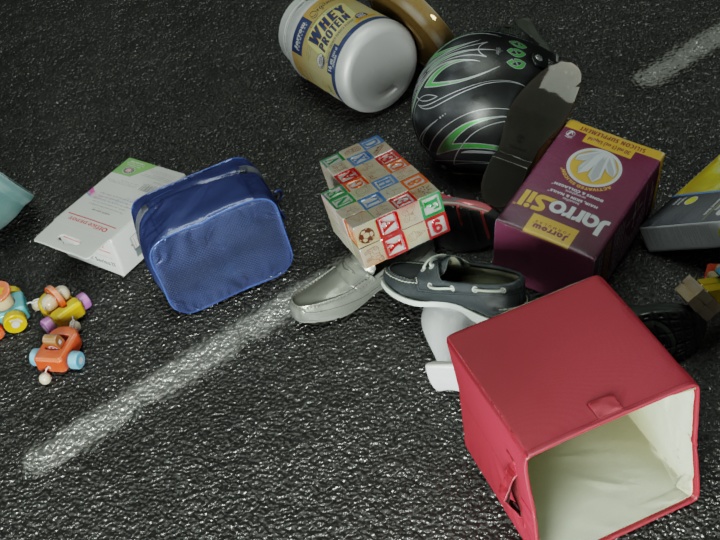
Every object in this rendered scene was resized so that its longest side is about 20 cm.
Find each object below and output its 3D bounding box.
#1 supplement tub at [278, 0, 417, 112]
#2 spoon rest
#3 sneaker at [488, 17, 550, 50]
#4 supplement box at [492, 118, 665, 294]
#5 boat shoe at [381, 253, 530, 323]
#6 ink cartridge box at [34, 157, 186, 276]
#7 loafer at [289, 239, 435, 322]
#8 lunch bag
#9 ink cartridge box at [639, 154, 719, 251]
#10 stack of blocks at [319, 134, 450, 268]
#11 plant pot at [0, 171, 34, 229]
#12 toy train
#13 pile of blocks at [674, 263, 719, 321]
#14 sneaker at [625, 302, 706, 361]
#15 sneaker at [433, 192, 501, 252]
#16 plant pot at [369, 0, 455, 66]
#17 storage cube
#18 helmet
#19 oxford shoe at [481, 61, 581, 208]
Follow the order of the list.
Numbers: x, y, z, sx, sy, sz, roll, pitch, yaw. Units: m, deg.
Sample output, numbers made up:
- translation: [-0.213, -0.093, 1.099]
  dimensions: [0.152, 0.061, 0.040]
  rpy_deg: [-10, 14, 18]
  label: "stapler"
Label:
- translation: [-0.024, -0.341, 1.765]
  dimensions: [0.144, 0.145, 0.200]
  rpy_deg: [-32, 43, -20]
  label: "supplement tub"
- translation: [0.110, 0.078, 1.320]
  dimensions: [0.099, 0.061, 0.200]
  rpy_deg: [0, 29, 14]
  label: "spoon rest"
- translation: [0.226, -0.309, 1.714]
  dimensions: [0.114, 0.076, 0.200]
  rpy_deg: [-17, 37, -1]
  label: "sneaker"
- translation: [0.260, -0.068, 1.376]
  dimensions: [0.131, 0.103, 0.200]
  rpy_deg: [24, 56, 22]
  label: "supplement box"
- translation: [0.107, 0.010, 1.317]
  dimensions: [0.200, 0.060, 0.076]
  rpy_deg: [13, 34, 33]
  label: "boat shoe"
- translation: [-0.337, -0.065, 1.592]
  dimensions: [0.117, 0.067, 0.200]
  rpy_deg: [18, 48, 32]
  label: "ink cartridge box"
- translation: [0.000, 0.000, 1.419]
  dimensions: [0.200, 0.070, 0.070]
  rpy_deg: [-28, 42, -16]
  label: "loafer"
- translation: [-0.188, -0.056, 1.485]
  dimensions: [0.200, 0.136, 0.132]
  rpy_deg: [-23, 41, -11]
  label: "lunch bag"
- translation: [0.462, -0.092, 1.353]
  dimensions: [0.198, 0.047, 0.200]
  rpy_deg: [-37, 15, -27]
  label: "ink cartridge box"
- translation: [0.014, -0.090, 1.427]
  dimensions: [0.115, 0.059, 0.200]
  rpy_deg: [-24, 32, -9]
  label: "stack of blocks"
- translation: [-0.590, -0.111, 1.644]
  dimensions: [0.200, 0.200, 0.134]
  rpy_deg: [31, 84, 40]
  label: "plant pot"
- translation: [-0.431, 0.068, 1.474]
  dimensions: [0.200, 0.056, 0.150]
  rpy_deg: [5, 43, 21]
  label: "toy train"
- translation: [0.423, 0.001, 1.248]
  dimensions: [0.200, 0.082, 0.062]
  rpy_deg: [-3, 34, -23]
  label: "pile of blocks"
- translation: [0.280, 0.060, 1.274]
  dimensions: [0.200, 0.076, 0.091]
  rpy_deg: [-6, 30, 3]
  label: "sneaker"
- translation: [0.094, -0.080, 1.484]
  dimensions: [0.200, 0.074, 0.087]
  rpy_deg: [4, 42, 20]
  label: "sneaker"
- translation: [0.079, -0.365, 1.735]
  dimensions: [0.027, 0.200, 0.200]
  rpy_deg: [-45, 46, -6]
  label: "plant pot"
- translation: [0.203, 0.143, 1.116]
  dimensions: [0.200, 0.171, 0.180]
  rpy_deg: [-21, 40, -8]
  label: "storage cube"
- translation: [0.164, -0.223, 1.545]
  dimensions: [0.190, 0.200, 0.200]
  rpy_deg: [6, 42, 6]
  label: "helmet"
- translation: [0.219, -0.169, 1.447]
  dimensions: [0.071, 0.071, 0.200]
  rpy_deg: [34, 100, 27]
  label: "oxford shoe"
